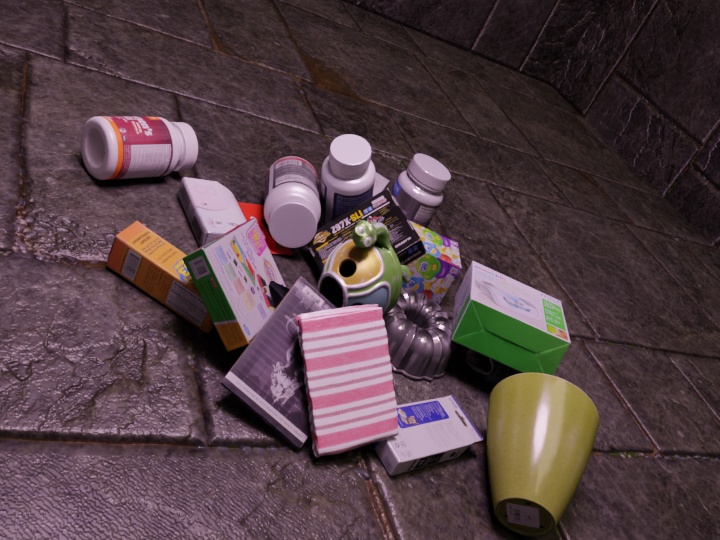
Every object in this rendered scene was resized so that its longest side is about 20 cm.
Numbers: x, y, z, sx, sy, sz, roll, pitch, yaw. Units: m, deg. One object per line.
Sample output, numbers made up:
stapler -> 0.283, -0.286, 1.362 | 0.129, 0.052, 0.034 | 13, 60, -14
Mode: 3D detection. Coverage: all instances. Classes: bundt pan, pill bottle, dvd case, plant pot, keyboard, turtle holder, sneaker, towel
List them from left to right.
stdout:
pill bottle -> -0.409, -0.231, 1.344 | 0.110, 0.111, 0.198 | 44, 33, 24
pill bottle -> -0.136, -0.136, 1.429 | 0.113, 0.118, 0.202 | 20, 28, -17
dvd case -> -0.090, 0.133, 1.058 | 0.148, 0.016, 0.202 | 40, 63, -8
keyboard -> -0.076, 0.082, 1.211 | 0.104, 0.040, 0.199 | 37, 5, 37
pill bottle -> -0.027, -0.170, 1.445 | 0.108, 0.202, 0.113 | 3, 53, -4
towel -> -0.018, 0.158, 1.058 | 0.143, 0.030, 0.206 | -6, 85, -29
turtle holder -> 0.004, 0.011, 1.205 | 0.130, 0.185, 0.143 | -24, 81, -41
bundt pan -> 0.095, 0.104, 1.337 | 0.198, 0.077, 0.204 | 22, 32, -14
pill bottle -> 0.114, -0.147, 1.594 | 0.111, 0.203, 0.115 | 21, 31, -13
sneaker -> 0.282, 0.157, 1.423 | 0.144, 0.078, 0.204 | 28, 32, -9
plant pot -> 0.273, 0.303, 1.133 | 0.184, 0.189, 0.202 | 29, 45, -1

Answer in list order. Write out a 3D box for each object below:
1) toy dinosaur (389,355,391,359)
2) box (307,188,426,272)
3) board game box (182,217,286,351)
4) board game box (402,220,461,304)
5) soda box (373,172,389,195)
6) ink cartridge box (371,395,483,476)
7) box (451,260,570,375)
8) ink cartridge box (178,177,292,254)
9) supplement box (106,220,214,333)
toy dinosaur -> -0.041, 0.127, 1.167 | 0.179, 0.106, 0.200 | 10, 29, -48
box -> 0.007, -0.048, 1.378 | 0.161, 0.197, 0.050 | 58, -1, 42
board game box -> -0.186, 0.016, 1.125 | 0.156, 0.040, 0.200 | 66, 19, -9
board game box -> 0.100, -0.032, 1.509 | 0.196, 0.106, 0.104 | 23, 31, -12
soda box -> 0.004, -0.168, 1.664 | 0.067, 0.064, 0.201 | 30, 31, 1
ink cartridge box -> 0.101, 0.261, 1.152 | 0.196, 0.040, 0.100 | -1, 43, -40
box -> 0.277, 0.094, 1.347 | 0.196, 0.098, 0.177 | 24, 26, 0
ink cartridge box -> -0.235, -0.103, 1.375 | 0.196, 0.058, 0.164 | -1, 43, -35
supplement box -> -0.298, 0.010, 1.135 | 0.198, 0.069, 0.067 | 35, 31, 0
